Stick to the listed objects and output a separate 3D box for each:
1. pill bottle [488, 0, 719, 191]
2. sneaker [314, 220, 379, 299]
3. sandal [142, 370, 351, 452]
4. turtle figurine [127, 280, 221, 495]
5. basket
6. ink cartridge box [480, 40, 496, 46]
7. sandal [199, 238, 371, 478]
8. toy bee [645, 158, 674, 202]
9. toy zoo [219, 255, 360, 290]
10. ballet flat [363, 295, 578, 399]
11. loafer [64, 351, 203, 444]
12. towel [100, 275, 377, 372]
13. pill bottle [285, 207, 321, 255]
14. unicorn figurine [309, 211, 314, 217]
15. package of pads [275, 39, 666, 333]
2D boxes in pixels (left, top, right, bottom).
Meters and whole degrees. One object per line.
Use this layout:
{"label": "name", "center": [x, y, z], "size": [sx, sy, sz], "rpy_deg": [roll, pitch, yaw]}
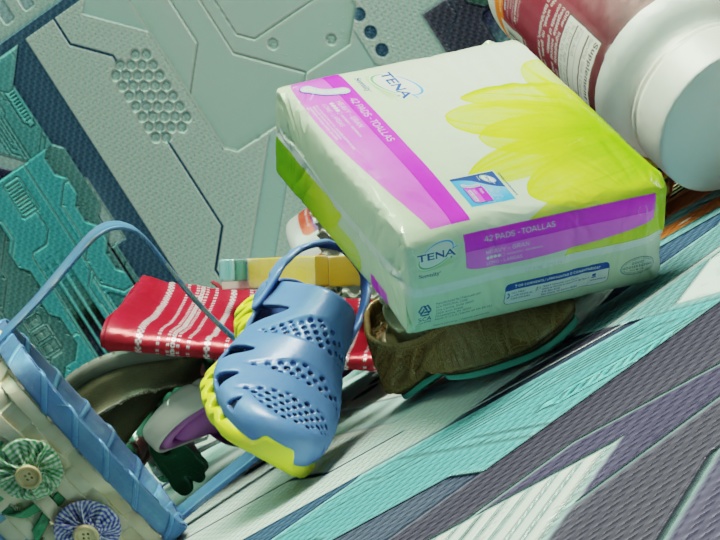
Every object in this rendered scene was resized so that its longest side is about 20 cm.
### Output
{"label": "pill bottle", "center": [0.169, -0.139, 1.465], "size": [0.114, 0.114, 0.200], "rpy_deg": [-33, 44, -6]}
{"label": "sneaker", "center": [0.016, -0.045, 1.729], "size": [0.070, 0.200, 0.100], "rpy_deg": [6, 15, 28]}
{"label": "sandal", "center": [-0.060, 0.089, 1.615], "size": [0.203, 0.050, 0.082], "rpy_deg": [-20, -21, -43]}
{"label": "turtle figurine", "center": [-0.122, 0.092, 1.724], "size": [0.150, 0.101, 0.200], "rpy_deg": [-47, 7, 33]}
{"label": "basket", "center": [-0.156, 0.093, 1.469], "size": [0.200, 0.176, 0.139], "rpy_deg": [-46, 20, -6]}
{"label": "ink cartridge box", "center": [0.084, -0.076, 1.637], "size": [0.146, 0.048, 0.200], "rpy_deg": [-45, -22, 16]}
{"label": "sandal", "center": [-0.037, 0.043, 1.404], "size": [0.087, 0.079, 0.200], "rpy_deg": [-52, 16, 24]}
{"label": "toy bee", "center": [0.174, -0.094, 1.575], "size": [0.131, 0.109, 0.200], "rpy_deg": [-32, 4, 13]}
{"label": "toy zoo", "center": [0.000, 0.000, 1.579], "size": [0.200, 0.020, 0.131], "rpy_deg": [-2, 0, -30]}
{"label": "ballet flat", "center": [0.049, 0.023, 1.337], "size": [0.068, 0.072, 0.200], "rpy_deg": [-35, 4, -20]}
{"label": "loafer", "center": [-0.173, 0.103, 1.617], "size": [0.200, 0.070, 0.075], "rpy_deg": [-29, -10, 32]}
{"label": "towel", "center": [-0.059, 0.034, 1.578], "size": [0.200, 0.022, 0.145], "rpy_deg": [4, 13, 6]}
{"label": "pill bottle", "center": [0.051, -0.043, 1.934], "size": [0.200, 0.111, 0.111], "rpy_deg": [-32, 3, 10]}
{"label": "unicorn figurine", "center": [0.070, -0.060, 1.488], "size": [0.200, 0.137, 0.074], "rpy_deg": [-19, 49, 52]}
{"label": "package of pads", "center": [0.058, -0.051, 1.303], "size": [0.154, 0.068, 0.200], "rpy_deg": [-13, 33, -18]}
